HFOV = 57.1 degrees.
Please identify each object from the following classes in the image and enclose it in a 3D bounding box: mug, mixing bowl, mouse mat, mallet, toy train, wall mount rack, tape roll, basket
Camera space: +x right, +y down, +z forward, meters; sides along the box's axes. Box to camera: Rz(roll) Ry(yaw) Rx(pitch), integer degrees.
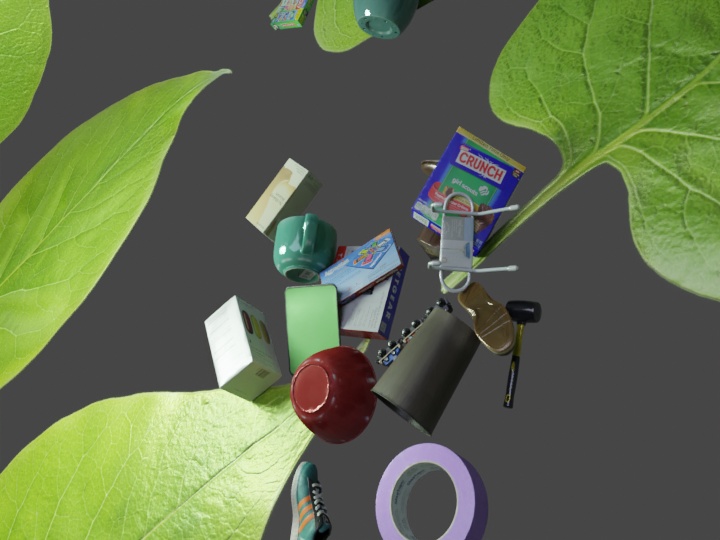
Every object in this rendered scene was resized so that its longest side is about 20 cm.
[{"bbox_3d":[-0.136,-0.046,1.549,0.148,0.185,0.118,-5,64,22],"label":"mug"},{"bbox_3d":[-0.073,0.249,1.364,0.196,0.108,0.206,-11,69,32],"label":"mixing bowl"},{"bbox_3d":[-0.107,0.135,1.484,0.157,0.007,0.207,-5,90,36],"label":"mouse mat"},{"bbox_3d":[0.298,0.152,1.223,0.064,0.041,0.206,-8,65,36],"label":"mallet"},{"bbox_3d":[0.112,0.135,1.369,0.199,0.034,0.046,-42,60,8],"label":"toy train"},{"bbox_3d":[0.217,-0.061,1.281,0.168,0.075,0.207,3,80,4],"label":"wall mount rack"},{"bbox_3d":[0.125,0.417,1.176,0.196,0.065,0.205,-17,55,27],"label":"tape roll"},{"bbox_3d":[0.131,0.186,1.255,0.202,0.135,0.180,-54,10,-10],"label":"basket"}]

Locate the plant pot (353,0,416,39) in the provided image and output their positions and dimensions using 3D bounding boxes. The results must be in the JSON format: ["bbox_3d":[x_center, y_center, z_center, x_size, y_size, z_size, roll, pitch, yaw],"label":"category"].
[{"bbox_3d":[0.067,-0.732,1.794,0.197,0.199,0.166,10,84,38],"label":"plant pot"}]

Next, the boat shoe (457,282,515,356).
[{"bbox_3d":[0.245,0.100,1.241,0.072,0.072,0.201,-38,31,5],"label":"boat shoe"}]

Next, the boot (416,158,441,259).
[{"bbox_3d":[0.164,-0.135,1.466,0.184,0.064,0.204,26,85,40],"label":"boot"}]

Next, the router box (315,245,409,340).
[{"bbox_3d":[0.004,0.046,1.485,0.176,0.049,0.205,0,65,36],"label":"router box"}]

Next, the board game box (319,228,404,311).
[{"bbox_3d":[0.000,0.000,1.468,0.197,0.019,0.105,-32,52,18],"label":"board game box"}]

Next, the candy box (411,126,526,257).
[{"bbox_3d":[0.224,-0.162,1.375,0.167,0.077,0.203,31,83,7],"label":"candy box"}]

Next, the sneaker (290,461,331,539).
[{"bbox_3d":[-0.090,0.480,1.298,0.078,0.071,0.206,-11,64,25],"label":"sneaker"}]

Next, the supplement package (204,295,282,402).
[{"bbox_3d":[-0.280,0.184,1.570,0.109,0.113,0.203,-37,50,14],"label":"supplement package"}]

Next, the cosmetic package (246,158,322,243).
[{"bbox_3d":[-0.203,-0.183,1.751,0.105,0.071,0.202,34,87,42],"label":"cosmetic package"}]

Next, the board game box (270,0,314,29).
[{"bbox_3d":[-0.207,-0.892,2.188,0.132,0.029,0.205,9,71,40],"label":"board game box"}]
